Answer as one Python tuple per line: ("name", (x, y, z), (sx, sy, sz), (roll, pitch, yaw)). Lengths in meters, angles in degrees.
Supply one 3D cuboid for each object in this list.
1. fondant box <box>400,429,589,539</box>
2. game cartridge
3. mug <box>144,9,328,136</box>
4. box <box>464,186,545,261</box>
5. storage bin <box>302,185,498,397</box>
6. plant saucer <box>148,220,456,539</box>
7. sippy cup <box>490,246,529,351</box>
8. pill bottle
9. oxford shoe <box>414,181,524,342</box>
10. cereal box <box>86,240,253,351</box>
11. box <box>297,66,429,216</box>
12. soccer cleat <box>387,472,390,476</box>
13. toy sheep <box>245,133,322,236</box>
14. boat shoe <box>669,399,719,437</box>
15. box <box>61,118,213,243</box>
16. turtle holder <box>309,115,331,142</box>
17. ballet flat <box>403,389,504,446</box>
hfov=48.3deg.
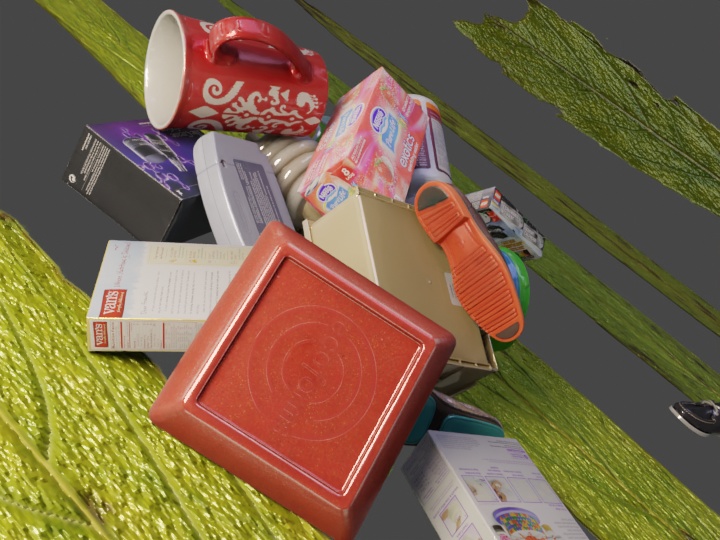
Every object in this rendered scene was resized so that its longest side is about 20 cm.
("fondant box", (0.143, 0.247, 0.759), (0.143, 0.059, 0.201), (15, 27, -40))
("game cartridge", (-0.123, -0.056, 0.919), (0.133, 0.040, 0.203), (5, 62, -69))
("mug", (-0.137, -0.223, 0.964), (0.197, 0.136, 0.177), (2, 11, -35))
("box", (0.163, -0.055, 1.231), (0.136, 0.198, 0.040), (37, 59, -33))
("storage bin", (0.049, 0.031, 0.924), (0.196, 0.093, 0.203), (15, 54, -42))
("plant saucer", (-0.041, 0.086, 0.665), (0.198, 0.201, 0.037), (32, -16, -3))
("sippy cup", (0.149, 0.030, 1.144), (0.128, 0.143, 0.177), (7, 5, -30))
("pill bottle", (0.076, -0.144, 1.166), (0.108, 0.109, 0.203), (16, 56, -37))
("oxford shoe", (0.138, -0.016, 0.925), (0.072, 0.071, 0.203), (-12, 73, -56))
("cereal box", (-0.143, 0.022, 0.745), (0.196, 0.040, 0.145), (2, 29, -9))
("box", (0.008, -0.151, 1.026), (0.102, 0.094, 0.202), (42, 42, -22))
("soccer cleat", (-0.050, 0.126, 0.744), (0.200, 0.068, 0.081), (44, 6, 21))
("toy sheep", (-0.097, -0.122, 1.086), (0.200, 0.139, 0.137), (42, 23, 21))
("boat shoe", (0.627, 0.260, 1.423), (0.198, 0.061, 0.074), (22, 25, -27))
("box", (-0.227, -0.109, 0.952), (0.141, 0.079, 0.200), (39, 22, 6))
("turtle holder", (-0.068, -0.166, 1.231), (0.184, 0.142, 0.132), (-23, 57, -40))
("ballet flat", (0.065, 0.153, 0.857), (0.198, 0.069, 0.067), (29, 2, -28))
